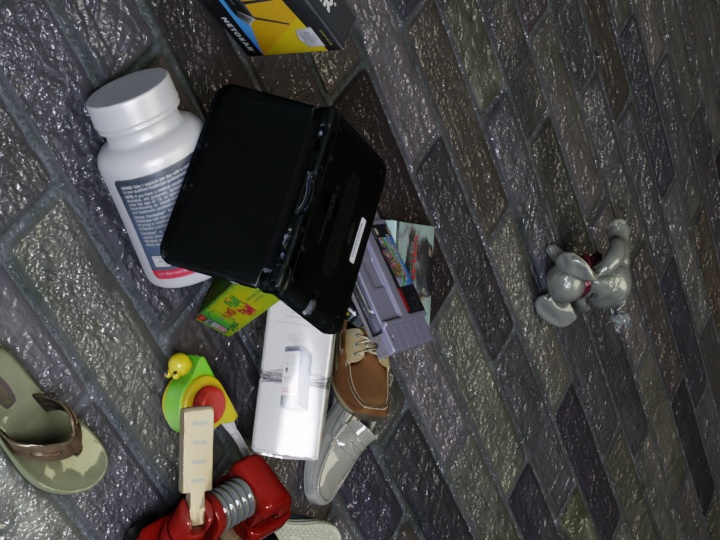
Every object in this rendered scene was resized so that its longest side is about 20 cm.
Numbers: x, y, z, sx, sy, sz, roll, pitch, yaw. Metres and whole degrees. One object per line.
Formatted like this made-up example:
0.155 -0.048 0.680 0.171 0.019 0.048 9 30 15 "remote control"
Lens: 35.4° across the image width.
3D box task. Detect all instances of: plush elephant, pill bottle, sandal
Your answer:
0.378 0.012 1.944 0.152 0.166 0.202 17 40 -17 "plush elephant"
-0.202 -0.096 1.163 0.120 0.118 0.203 -46 128 -40 "pill bottle"
-0.312 0.153 1.093 0.080 0.057 0.202 -61 137 -29 "sandal"

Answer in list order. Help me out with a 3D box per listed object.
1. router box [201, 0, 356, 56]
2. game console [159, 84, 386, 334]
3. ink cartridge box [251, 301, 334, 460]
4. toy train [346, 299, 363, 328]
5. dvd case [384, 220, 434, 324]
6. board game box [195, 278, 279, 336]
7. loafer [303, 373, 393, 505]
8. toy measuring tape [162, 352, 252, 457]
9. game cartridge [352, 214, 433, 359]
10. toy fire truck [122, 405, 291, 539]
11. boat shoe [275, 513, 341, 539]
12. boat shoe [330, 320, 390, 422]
-0.116 -0.320 1.232 0.200 0.147 0.052 46 58 -44 "router box"
-0.080 -0.061 1.136 0.176 0.115 0.203 40 59 -48 "game console"
-0.074 0.114 1.334 0.146 0.083 0.204 94 4 -88 "ink cartridge box"
0.000 0.000 1.457 0.045 0.034 0.201 32 33 -15 "toy train"
0.066 0.008 1.562 0.200 0.022 0.149 3 91 -71 "dvd case"
-0.116 -0.001 1.230 0.047 0.200 0.103 29 67 -13 "board game box"
-0.016 0.214 1.485 0.070 0.069 0.203 46 58 -45 "loafer"
-0.173 0.178 1.274 0.074 0.073 0.202 -50 130 -37 "toy measuring tape"
0.020 0.005 1.404 0.129 0.038 0.203 -12 75 -60 "game cartridge"
-0.153 0.237 1.205 0.175 0.129 0.201 -21 153 -44 "toy fire truck"
-0.115 0.324 1.374 0.198 0.062 0.076 16 77 -37 "boat shoe"
0.000 0.101 1.417 0.074 0.201 0.075 7 125 -17 "boat shoe"
